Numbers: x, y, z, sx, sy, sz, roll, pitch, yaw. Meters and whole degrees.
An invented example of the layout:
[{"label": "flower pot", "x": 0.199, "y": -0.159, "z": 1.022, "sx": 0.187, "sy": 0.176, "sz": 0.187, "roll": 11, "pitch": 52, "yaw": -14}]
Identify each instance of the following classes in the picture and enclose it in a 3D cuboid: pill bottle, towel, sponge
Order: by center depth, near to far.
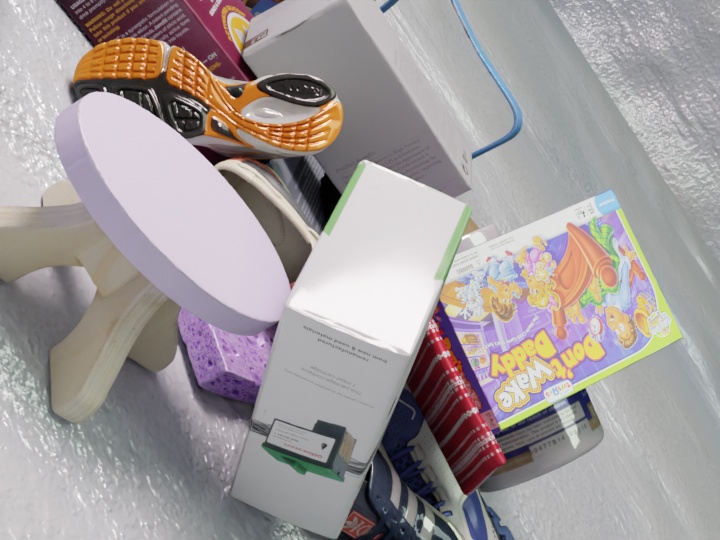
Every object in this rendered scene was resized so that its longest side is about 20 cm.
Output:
[{"label": "towel", "x": 0.049, "y": 0.064, "z": 1.099, "sx": 0.201, "sy": 0.022, "sz": 0.145, "roll": 63, "pitch": -10, "yaw": 13}, {"label": "sponge", "x": -0.107, "y": 0.004, "z": 1.104, "sx": 0.111, "sy": 0.030, "sz": 0.201, "roll": 26, "pitch": 38, "yaw": -57}, {"label": "pill bottle", "x": 0.111, "y": 0.070, "z": 1.240, "sx": 0.201, "sy": 0.119, "sz": 0.120, "roll": 67, "pitch": 21, "yaw": 1}]

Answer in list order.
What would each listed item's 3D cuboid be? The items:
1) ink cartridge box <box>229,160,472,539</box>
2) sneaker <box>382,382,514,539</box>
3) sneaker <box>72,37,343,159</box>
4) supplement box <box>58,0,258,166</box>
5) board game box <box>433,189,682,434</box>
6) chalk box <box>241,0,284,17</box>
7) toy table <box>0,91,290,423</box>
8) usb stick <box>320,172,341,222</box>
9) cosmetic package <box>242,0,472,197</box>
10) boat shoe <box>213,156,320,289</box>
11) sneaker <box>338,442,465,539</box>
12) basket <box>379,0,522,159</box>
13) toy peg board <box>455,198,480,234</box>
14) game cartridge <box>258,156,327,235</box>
[{"label": "ink cartridge box", "x": -0.009, "y": 0.055, "z": 0.970, "sx": 0.084, "sy": 0.200, "sz": 0.146, "roll": 22, "pitch": 46, "yaw": 4}, {"label": "sneaker", "x": 0.056, "y": 0.189, "z": 1.156, "sx": 0.200, "sy": 0.080, "sz": 0.115, "roll": 58, "pitch": 18, "yaw": -8}, {"label": "sneaker", "x": -0.118, "y": -0.116, "z": 1.125, "sx": 0.092, "sy": 0.199, "sz": 0.076, "roll": 137, "pitch": -35, "yaw": -76}, {"label": "supplement box", "x": -0.141, "y": -0.185, "z": 1.208, "sx": 0.200, "sy": 0.085, "sz": 0.110, "roll": 51, "pitch": 22, "yaw": -19}, {"label": "board game box", "x": 0.144, "y": 0.032, "z": 1.172, "sx": 0.199, "sy": 0.045, "sz": 0.135, "roll": -23, "pitch": 84, "yaw": -31}, {"label": "chalk box", "x": -0.100, "y": -0.262, "z": 1.309, "sx": 0.199, "sy": 0.124, "sz": 0.125, "roll": 19, "pitch": 36, "yaw": -21}, {"label": "toy table", "x": -0.145, "y": -0.010, "z": 0.911, "sx": 0.200, "sy": 0.117, "sz": 0.184, "roll": 46, "pitch": 24, "yaw": -33}, {"label": "usb stick", "x": 0.000, "y": 0.000, "z": 1.243, "sx": 0.055, "sy": 0.033, "sz": 0.201, "roll": 29, "pitch": 40, "yaw": -42}, {"label": "cosmetic package", "x": 0.001, "y": -0.134, "z": 1.211, "sx": 0.200, "sy": 0.101, "sz": 0.074, "roll": 56, "pitch": 21, "yaw": -27}, {"label": "boat shoe", "x": -0.046, "y": 0.002, "z": 1.101, "sx": 0.200, "sy": 0.071, "sz": 0.063, "roll": 57, "pitch": 7, "yaw": 5}, {"label": "sneaker", "x": 0.011, "y": 0.183, "z": 1.075, "sx": 0.200, "sy": 0.075, "sz": 0.084, "roll": 51, "pitch": 18, "yaw": 7}, {"label": "basket", "x": 0.037, "y": -0.159, "z": 1.416, "sx": 0.177, "sy": 0.200, "sz": 0.139, "roll": 61, "pitch": 20, "yaw": 11}, {"label": "toy peg board", "x": 0.068, "y": 0.059, "z": 1.382, "sx": 0.200, "sy": 0.098, "sz": 0.200, "roll": 49, "pitch": 38, "yaw": -22}, {"label": "game cartridge", "x": -0.050, "y": -0.048, "z": 1.263, "sx": 0.134, "sy": 0.040, "sz": 0.200, "roll": 62, "pitch": 16, "yaw": -16}]
